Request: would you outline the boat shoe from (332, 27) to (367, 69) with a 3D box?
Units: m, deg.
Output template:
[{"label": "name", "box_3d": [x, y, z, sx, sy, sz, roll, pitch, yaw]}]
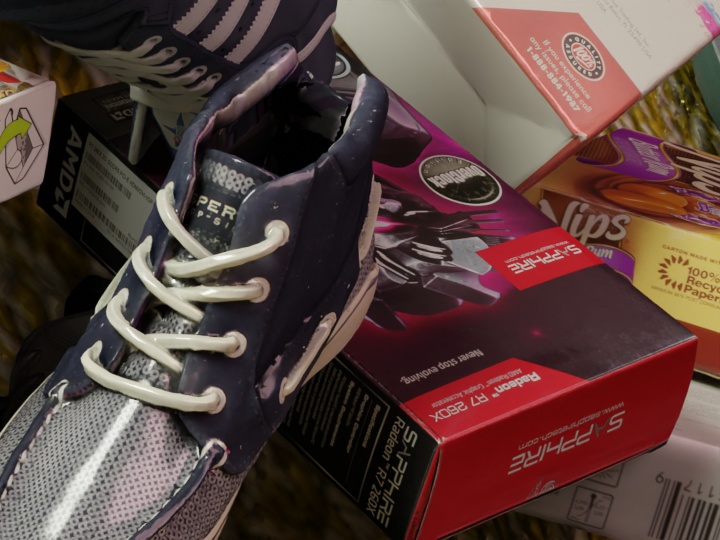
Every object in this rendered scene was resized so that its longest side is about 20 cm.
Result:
[{"label": "boat shoe", "box_3d": [0.053, -0.080, 1.022, 0.074, 0.076, 0.200, 29, 37, 33]}]

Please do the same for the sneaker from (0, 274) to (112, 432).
[{"label": "sneaker", "box_3d": [-0.092, 0.067, 0.822, 0.079, 0.075, 0.200, 37, 29, -4]}]

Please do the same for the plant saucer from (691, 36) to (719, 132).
[{"label": "plant saucer", "box_3d": [0.233, -0.087, 1.328, 0.200, 0.036, 0.200, 29, 42, -30]}]

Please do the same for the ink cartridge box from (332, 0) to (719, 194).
[{"label": "ink cartridge box", "box_3d": [0.085, -0.121, 0.983, 0.117, 0.067, 0.200, 51, 49, 2]}]

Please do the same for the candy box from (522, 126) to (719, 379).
[{"label": "candy box", "box_3d": [0.131, -0.009, 1.045, 0.116, 0.057, 0.200, 18, 15, 16]}]

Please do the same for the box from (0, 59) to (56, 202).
[{"label": "box", "box_3d": [-0.199, -0.059, 0.733, 0.200, 0.035, 0.110, 23, 28, 23]}]

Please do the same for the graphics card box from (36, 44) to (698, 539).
[{"label": "graphics card box", "box_3d": [0.000, 0.000, 0.861, 0.125, 0.051, 0.200, -18, 47, -39]}]

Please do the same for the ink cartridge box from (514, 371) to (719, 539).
[{"label": "ink cartridge box", "box_3d": [0.093, 0.052, 0.969, 0.162, 0.057, 0.200, 15, 8, 0]}]

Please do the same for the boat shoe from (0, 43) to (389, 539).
[{"label": "boat shoe", "box_3d": [-0.053, 0.017, 0.716, 0.075, 0.093, 0.200, 20, 44, 13]}]

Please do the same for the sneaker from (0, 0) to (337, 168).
[{"label": "sneaker", "box_3d": [-0.062, -0.069, 0.774, 0.070, 0.109, 0.200, 16, 21, 24]}]
